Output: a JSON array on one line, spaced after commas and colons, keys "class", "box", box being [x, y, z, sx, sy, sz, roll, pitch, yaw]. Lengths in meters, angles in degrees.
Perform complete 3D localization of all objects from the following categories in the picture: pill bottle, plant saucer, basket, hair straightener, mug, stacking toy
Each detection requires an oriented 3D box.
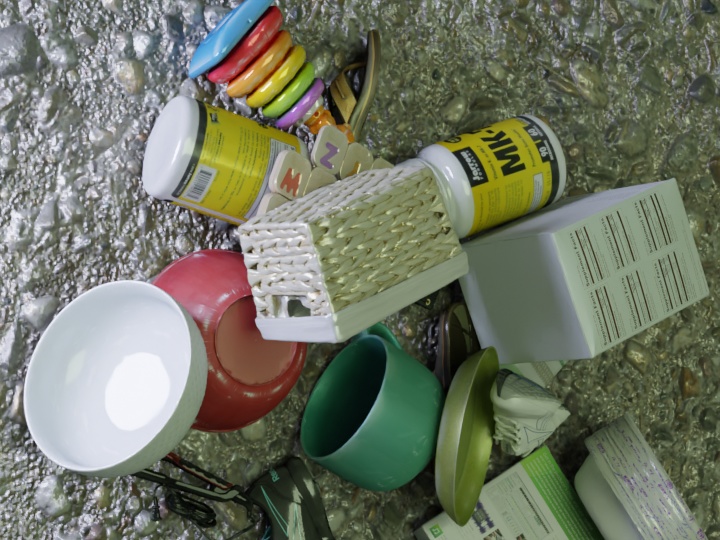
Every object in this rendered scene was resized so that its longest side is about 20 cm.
[{"class": "pill bottle", "box": [-0.124, -0.105, 1.649, 0.199, 0.112, 0.114, 19, 79, -26]}, {"class": "plant saucer", "box": [0.116, 0.181, 1.698, 0.031, 0.200, 0.202, 9, 80, 15]}, {"class": "pill bottle", "box": [0.131, -0.103, 1.784, 0.199, 0.114, 0.115, -21, 97, -28]}, {"class": "basket", "box": [-0.010, -0.020, 1.560, 0.199, 0.135, 0.124, -27, 107, -37]}, {"class": "hair straightener", "box": [-0.199, 0.236, 1.627, 0.199, 0.041, 0.077, 30, 74, -20]}, {"class": "mug", "box": [0.030, 0.151, 1.695, 0.114, 0.152, 0.186, 34, 72, -25]}, {"class": "stacking toy", "box": [-0.080, -0.199, 1.673, 0.200, 0.110, 0.116, 43, 70, -14]}]

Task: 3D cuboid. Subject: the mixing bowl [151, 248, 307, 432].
[{"class": "mixing bowl", "box": [-0.132, 0.075, 1.639, 0.198, 0.108, 0.202, 1, 87, -27]}]

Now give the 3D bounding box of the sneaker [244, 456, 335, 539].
[{"class": "sneaker", "box": [-0.062, 0.309, 1.694, 0.079, 0.075, 0.202, -24, 92, -13]}]

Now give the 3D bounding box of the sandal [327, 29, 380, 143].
[{"class": "sandal", "box": [-0.017, -0.183, 1.741, 0.054, 0.080, 0.202, 18, 83, -4]}]

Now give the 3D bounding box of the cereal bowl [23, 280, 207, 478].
[{"class": "cereal bowl", "box": [-0.237, 0.117, 1.552, 0.083, 0.199, 0.202, 43, 64, -57]}]

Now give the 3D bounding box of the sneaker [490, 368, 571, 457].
[{"class": "sneaker", "box": [0.188, 0.172, 1.764, 0.088, 0.074, 0.200, -57, 153, -2]}]

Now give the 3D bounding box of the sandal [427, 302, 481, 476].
[{"class": "sandal", "box": [0.098, 0.138, 1.785, 0.081, 0.054, 0.202, 2, 88, -48]}]

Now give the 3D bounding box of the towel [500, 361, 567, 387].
[{"class": "towel", "box": [0.212, 0.060, 1.865, 0.200, 0.031, 0.149, -47, 107, -22]}]

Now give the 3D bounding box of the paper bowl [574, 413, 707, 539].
[{"class": "paper bowl", "box": [0.331, 0.282, 1.830, 0.104, 0.201, 0.201, -33, 104, 5]}]

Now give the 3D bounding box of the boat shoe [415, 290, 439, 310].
[{"class": "boat shoe", "box": [0.001, 0.000, 1.731, 0.200, 0.074, 0.064, 13, 93, -21]}]

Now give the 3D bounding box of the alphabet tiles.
[{"class": "alphabet tiles", "box": [-0.026, -0.045, 1.642, 0.199, 0.015, 0.197, 30, 73, -38]}]

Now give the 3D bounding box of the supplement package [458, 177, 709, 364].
[{"class": "supplement package", "box": [0.250, 0.003, 1.755, 0.199, 0.191, 0.148, -23, 98, -32]}]

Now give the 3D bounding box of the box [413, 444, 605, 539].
[{"class": "box", "box": [0.179, 0.317, 1.807, 0.199, 0.036, 0.145, -28, 80, -25]}]
